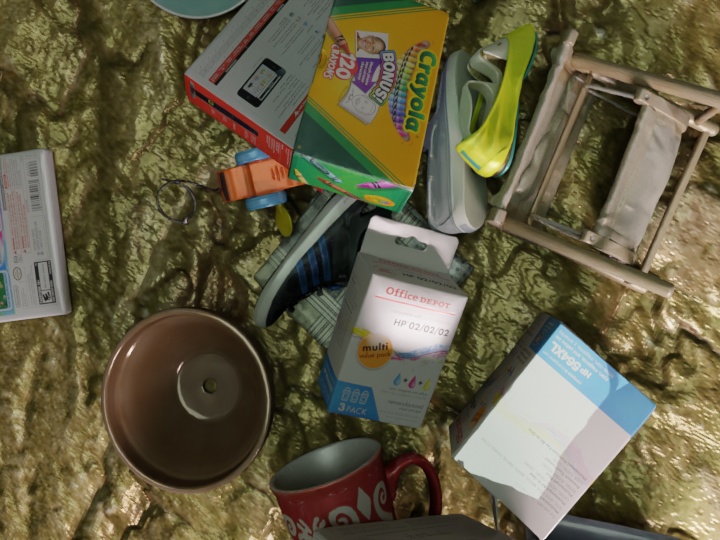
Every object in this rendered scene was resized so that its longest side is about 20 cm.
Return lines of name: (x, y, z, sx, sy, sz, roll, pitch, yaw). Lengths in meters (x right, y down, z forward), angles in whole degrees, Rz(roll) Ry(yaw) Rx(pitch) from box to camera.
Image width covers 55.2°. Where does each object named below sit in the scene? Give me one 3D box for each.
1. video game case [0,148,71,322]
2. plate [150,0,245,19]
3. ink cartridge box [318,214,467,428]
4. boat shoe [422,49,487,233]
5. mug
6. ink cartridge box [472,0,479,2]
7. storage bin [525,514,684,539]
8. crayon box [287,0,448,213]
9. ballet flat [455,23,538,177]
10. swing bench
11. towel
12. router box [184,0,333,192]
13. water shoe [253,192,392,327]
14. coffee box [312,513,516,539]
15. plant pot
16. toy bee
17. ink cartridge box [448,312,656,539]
video game case: (-0.458, -0.038, 0.860, 0.177, 0.024, 0.206, -7, 91, 7)
plate: (-0.187, -0.399, 0.817, 0.194, 0.026, 0.207, 0, 91, 6)
ink cartridge box: (0.038, 0.057, 0.740, 0.112, 0.068, 0.205, 12, 107, -18)
boat shoe: (0.096, -0.141, 0.763, 0.070, 0.069, 0.207, -8, 77, 38)
mug: (0.008, 0.304, 0.757, 0.173, 0.133, 0.205, -16, 93, 17)
ink cartridge box: (0.188, -0.410, 0.741, 0.196, 0.084, 0.149, -23, 89, 7)
storage bin: (0.261, 0.361, 0.736, 0.194, 0.146, 0.138, 10, 120, 6)
crayon box: (0.010, -0.172, 0.671, 0.116, 0.058, 0.205, 15, 70, -7)
ballet flat: (0.140, -0.193, 0.724, 0.066, 0.067, 0.205, 23, 65, -15)
swing bench: (0.257, -0.106, 0.722, 0.196, 0.130, 0.203, 24, 95, 11)
towel: (0.000, 0.000, 0.806, 0.199, 0.035, 0.193, 42, 99, 2)
router box: (-0.057, -0.215, 0.733, 0.177, 0.049, 0.202, 34, 69, 3)
water shoe: (-0.041, -0.004, 0.758, 0.078, 0.072, 0.201, 38, 99, -1)
coffee box: (0.073, 0.358, 0.627, 0.195, 0.198, 0.204, 6, 86, -29)
plant pot: (-0.187, 0.142, 0.796, 0.195, 0.093, 0.207, 0, 91, 8)
toy bee: (-0.120, -0.111, 0.774, 0.194, 0.109, 0.135, 7, 96, -12)
ink cartridge box: (0.185, 0.167, 0.733, 0.125, 0.128, 0.201, 40, 95, 5)
